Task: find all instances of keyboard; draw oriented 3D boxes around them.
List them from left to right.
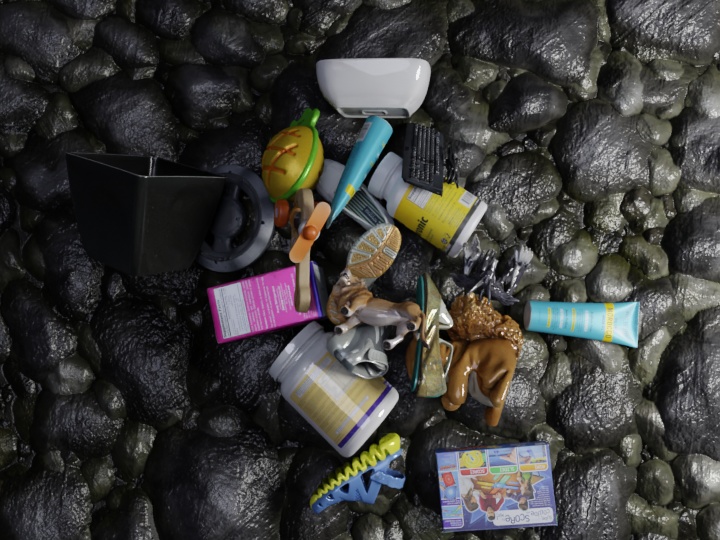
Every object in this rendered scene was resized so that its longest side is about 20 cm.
[{"bbox_3d":[0.127,-0.205,1.048,0.102,0.202,0.040,18,131,-9],"label":"keyboard"}]

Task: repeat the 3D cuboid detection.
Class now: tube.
[{"bbox_3d":[-0.010,-0.169,1.039,0.050,0.078,0.203,27,77,0],"label":"tube"},{"bbox_3d":[0.389,0.087,1.061,0.195,0.050,0.079,4,93,1],"label":"tube"}]

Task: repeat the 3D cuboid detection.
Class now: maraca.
[{"bbox_3d":[-0.119,-0.208,1.087,0.136,0.106,0.203,-25,46,37],"label":"maraca"}]

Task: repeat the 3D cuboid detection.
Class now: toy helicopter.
[{"bbox_3d":[-0.091,-0.034,0.988,0.077,0.132,0.205,2,83,-21],"label":"toy helicopter"}]

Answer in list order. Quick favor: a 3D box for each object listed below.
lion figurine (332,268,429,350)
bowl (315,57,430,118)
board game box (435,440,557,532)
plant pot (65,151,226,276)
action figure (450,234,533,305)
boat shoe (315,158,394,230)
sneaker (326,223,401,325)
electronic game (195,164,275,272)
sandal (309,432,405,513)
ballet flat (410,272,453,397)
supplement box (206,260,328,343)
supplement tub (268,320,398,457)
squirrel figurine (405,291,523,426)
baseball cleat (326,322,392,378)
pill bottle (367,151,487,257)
[{"bbox_3d":[0.034,0.066,0.962,0.197,0.122,0.074,20,116,18],"label":"lion figurine"},{"bbox_3d":[0.023,-0.313,1.057,0.195,0.200,0.076,3,97,5],"label":"bowl"},{"bbox_3d":[0.234,0.377,1.056,0.195,0.034,0.139,-5,86,6],"label":"board game box"},{"bbox_3d":[-0.383,-0.100,1.073,0.196,0.199,0.181,18,106,26],"label":"plant pot"},{"bbox_3d":[0.218,-0.004,1.003,0.117,0.200,0.104,16,103,15],"label":"action figure"},{"bbox_3d":[-0.016,-0.141,1.108,0.199,0.067,0.074,38,90,8],"label":"boat shoe"},{"bbox_3d":[0.000,0.000,1.082,0.075,0.088,0.202,34,96,-3],"label":"sneaker"},{"bbox_3d":[-0.252,-0.098,1.143,0.195,0.042,0.205,-1,85,14],"label":"electronic game"},{"bbox_3d":[0.001,0.375,1.064,0.198,0.079,0.088,-32,87,4],"label":"sandal"},{"bbox_3d":[0.119,0.105,0.982,0.069,0.071,0.204,3,69,6],"label":"ballet flat"},{"bbox_3d":[-0.161,0.058,1.092,0.196,0.101,0.106,-13,85,6],"label":"supplement box"},{"bbox_3d":[-0.048,0.201,1.046,0.200,0.145,0.146,43,91,7],"label":"supplement tub"},{"bbox_3d":[0.178,0.141,1.050,0.183,0.142,0.203,18,74,17],"label":"squirrel figurine"},{"bbox_3d":[0.023,0.126,1.026,0.107,0.198,0.070,48,126,17],"label":"baseball cleat"},{"bbox_3d":[0.115,-0.122,1.071,0.198,0.111,0.112,35,90,8],"label":"pill bottle"}]
